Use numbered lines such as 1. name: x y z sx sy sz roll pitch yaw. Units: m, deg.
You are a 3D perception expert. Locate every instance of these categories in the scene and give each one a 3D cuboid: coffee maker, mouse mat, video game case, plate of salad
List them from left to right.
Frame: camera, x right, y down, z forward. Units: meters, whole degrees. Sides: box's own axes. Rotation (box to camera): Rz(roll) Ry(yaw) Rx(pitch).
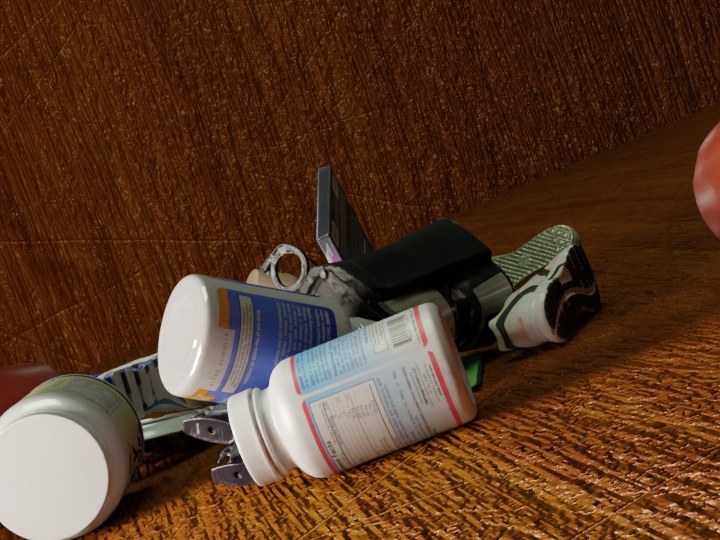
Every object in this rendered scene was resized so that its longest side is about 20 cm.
1. plate of salad: -0.250 0.200 1.850 0.198 0.049 0.200 -12 -1 0
2. video game case: 0.000 0.000 1.766 0.019 0.201 0.143 -19 32 12
3. coffee maker: 0.038 0.020 1.618 0.135 0.193 0.199 -39 -10 40
4. mouse mat: 0.048 0.125 1.585 0.160 0.008 0.200 -21 5 8

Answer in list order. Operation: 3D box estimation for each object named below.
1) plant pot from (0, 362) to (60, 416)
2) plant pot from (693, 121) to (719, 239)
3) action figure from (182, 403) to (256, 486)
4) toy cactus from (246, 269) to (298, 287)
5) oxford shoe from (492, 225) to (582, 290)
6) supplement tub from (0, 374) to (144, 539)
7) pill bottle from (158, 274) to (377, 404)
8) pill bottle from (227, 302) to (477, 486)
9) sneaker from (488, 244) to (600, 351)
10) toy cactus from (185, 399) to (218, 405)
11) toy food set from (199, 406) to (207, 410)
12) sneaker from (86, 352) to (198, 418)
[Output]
1. plant pot: -0.447 0.201 1.885 0.200 0.203 0.195 -18 -2 39
2. plant pot: 0.398 -0.093 1.425 0.199 0.202 0.195 -22 -4 -6
3. action figure: -0.099 0.130 1.546 0.069 0.131 0.200 -9 17 20
4. toy cactus: -0.063 0.045 1.888 0.164 0.103 0.200 20 7 -26
5. oxford shoe: 0.192 0.011 1.952 0.199 0.076 0.058 -29 -40 25
6. supplement tub: -0.300 0.189 1.600 0.144 0.146 0.200 -22 5 1
7. pill bottle: -0.076 0.073 1.456 0.198 0.113 0.112 12 -12 -28
8. pill bottle: -0.008 0.111 1.362 0.198 0.110 0.109 -21 5 6
9. sneaker: 0.189 0.028 1.626 0.080 0.074 0.200 -22 4 28
10. toy cactus: -0.131 0.119 1.789 0.164 0.103 0.200 -11 12 30
11. toy food set: -0.129 0.103 1.994 0.143 0.061 0.201 -21 28 18
12. sneaker: -0.278 0.141 1.875 0.114 0.081 0.199 -10 2 37
